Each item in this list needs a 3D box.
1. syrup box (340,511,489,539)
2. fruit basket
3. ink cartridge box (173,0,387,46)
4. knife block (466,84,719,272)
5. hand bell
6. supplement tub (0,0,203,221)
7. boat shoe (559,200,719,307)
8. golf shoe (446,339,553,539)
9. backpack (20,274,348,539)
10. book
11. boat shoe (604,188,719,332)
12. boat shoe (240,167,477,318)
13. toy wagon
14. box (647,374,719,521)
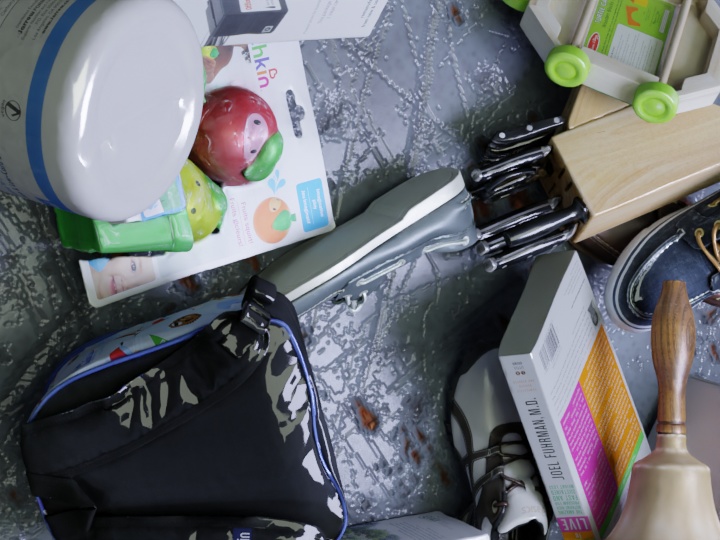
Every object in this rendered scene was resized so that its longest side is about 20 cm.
[{"bbox_3d":[-0.007,0.235,1.117,0.199,0.079,0.082,-5,98,-26],"label":"syrup box"},{"bbox_3d":[-0.110,-0.089,1.019,0.200,0.094,0.186,-16,103,-27],"label":"fruit basket"},{"bbox_3d":[-0.092,-0.223,0.980,0.199,0.084,0.145,-8,63,-26],"label":"ink cartridge box"},{"bbox_3d":[0.183,-0.059,1.147,0.199,0.064,0.176,21,72,0],"label":"knife block"},{"bbox_3d":[0.227,0.107,1.112,0.104,0.104,0.201,6,84,-27],"label":"hand bell"},{"bbox_3d":[-0.203,-0.113,0.879,0.132,0.200,0.132,-43,141,-49],"label":"supplement tub"},{"bbox_3d":[0.249,-0.023,1.220,0.200,0.070,0.071,20,89,-26],"label":"boat shoe"},{"bbox_3d":[0.116,0.153,1.161,0.078,0.094,0.201,-6,97,-23],"label":"golf shoe"},{"bbox_3d":[-0.117,0.111,0.997,0.190,0.154,0.201,-15,100,-4],"label":"backpack"},{"bbox_3d":[0.161,0.105,1.147,0.134,0.048,0.200,-59,135,-51],"label":"book"},{"bbox_3d":[0.274,-0.023,1.143,0.200,0.091,0.071,-37,100,-6],"label":"boat shoe"},{"bbox_3d":[0.000,0.000,1.095,0.200,0.073,0.062,-33,114,-17],"label":"boat shoe"},{"bbox_3d":[0.181,-0.191,1.144,0.200,0.040,0.155,22,52,2],"label":"toy wagon"},{"bbox_3d":[0.324,0.216,1.213,0.171,0.200,0.199,30,83,-26],"label":"box"}]
